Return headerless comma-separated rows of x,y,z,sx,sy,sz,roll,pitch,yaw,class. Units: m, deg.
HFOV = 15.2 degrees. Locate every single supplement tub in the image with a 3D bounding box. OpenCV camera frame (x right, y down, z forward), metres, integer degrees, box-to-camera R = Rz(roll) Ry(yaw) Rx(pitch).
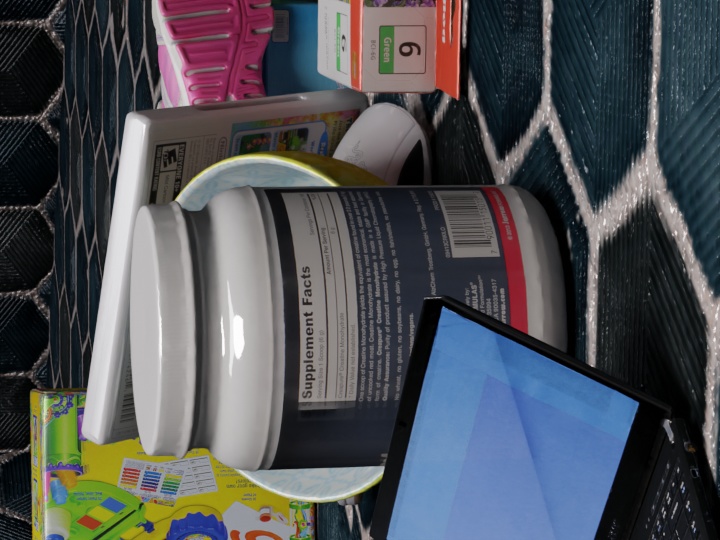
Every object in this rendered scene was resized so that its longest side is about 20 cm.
-0.008,0.028,1.334,0.140,0.200,0.141,179,90,-79,supplement tub

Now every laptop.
0.079,0.139,1.155,0.177,0.103,0.200,101,164,-47,laptop

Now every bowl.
-0.010,0.021,1.518,0.200,0.108,0.200,14,112,37,bowl

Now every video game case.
-0.079,-0.004,1.598,0.024,0.182,0.200,25,114,38,video game case

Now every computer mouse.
0.000,0.000,1.606,0.110,0.044,0.200,16,108,46,computer mouse

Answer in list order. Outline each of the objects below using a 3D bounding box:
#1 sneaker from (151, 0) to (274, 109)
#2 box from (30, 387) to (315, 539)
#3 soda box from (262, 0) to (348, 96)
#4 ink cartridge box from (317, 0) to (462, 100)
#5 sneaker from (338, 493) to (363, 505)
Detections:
-0.101,-0.119,1.772,0.088,0.081,0.200,136,129,-60,sneaker
-0.141,0.182,2.007,0.122,0.200,0.193,173,97,-79,box
-0.041,-0.085,1.833,0.068,0.064,0.200,-136,47,-74,soda box
0.016,-0.160,1.579,0.200,0.050,0.109,-139,49,-76,ink cartridge box
-0.060,0.062,1.750,0.070,0.108,0.200,-77,-23,-79,sneaker
